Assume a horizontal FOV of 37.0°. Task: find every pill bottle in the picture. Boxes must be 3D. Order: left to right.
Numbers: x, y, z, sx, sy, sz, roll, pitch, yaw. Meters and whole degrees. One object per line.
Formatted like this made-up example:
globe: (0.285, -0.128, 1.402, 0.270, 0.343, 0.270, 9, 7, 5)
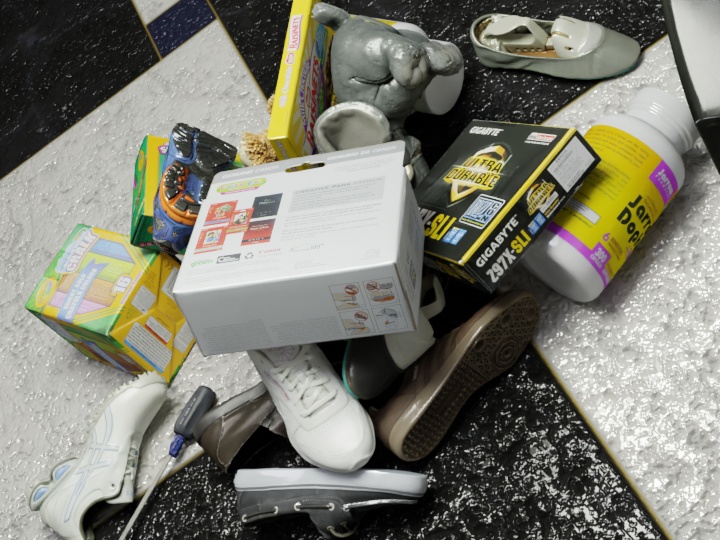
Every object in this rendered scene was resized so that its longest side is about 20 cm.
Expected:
pill bottle: (0.017, -0.240, 1.265, 0.199, 0.111, 0.112, 17, 68, 35)
pill bottle: (0.236, -0.076, 1.022, 0.104, 0.104, 0.200, 31, 78, 42)

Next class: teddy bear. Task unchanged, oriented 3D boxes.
teddy bear: (-0.060, -0.132, 1.195, 0.067, 0.200, 0.146, -29, 80, 36)

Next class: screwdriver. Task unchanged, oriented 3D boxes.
screwdriver: (-0.207, 0.213, 1.142, 0.029, 0.028, 0.201, 21, 70, 9)

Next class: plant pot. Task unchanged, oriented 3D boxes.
plant pot: (0.381, -0.190, 0.967, 0.199, 0.199, 0.178, -3, 68, 29)

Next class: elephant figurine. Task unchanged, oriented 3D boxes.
elephant figurine: (0.016, -0.153, 1.133, 0.155, 0.141, 0.201, 39, 117, 42)

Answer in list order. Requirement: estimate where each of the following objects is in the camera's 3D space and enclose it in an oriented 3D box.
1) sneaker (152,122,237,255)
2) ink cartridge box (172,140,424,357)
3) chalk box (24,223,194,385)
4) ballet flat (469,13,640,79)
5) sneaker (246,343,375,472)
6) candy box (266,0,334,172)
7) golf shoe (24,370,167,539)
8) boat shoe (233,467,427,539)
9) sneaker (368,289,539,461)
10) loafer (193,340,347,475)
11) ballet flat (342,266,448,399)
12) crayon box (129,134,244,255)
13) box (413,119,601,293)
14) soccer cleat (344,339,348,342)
sneaker: (-0.181, -0.088, 1.112, 0.079, 0.075, 0.200, -57, 12, 29)
ink cartridge box: (-0.047, -0.022, 0.971, 0.199, 0.084, 0.176, -7, 41, 14)
chalk box: (-0.293, 0.034, 1.255, 0.199, 0.124, 0.124, 12, 65, 38)
ballet flat: (0.209, -0.253, 1.193, 0.199, 0.064, 0.068, 12, 65, 36)
sneaker: (-0.061, 0.103, 0.995, 0.075, 0.100, 0.200, -37, 58, -4)
candy box: (-0.057, -0.190, 1.134, 0.026, 0.102, 0.201, -3, 60, 19)
golf shoe: (-0.262, 0.206, 1.163, 0.097, 0.078, 0.200, 37, 87, 25)
boat shoe: (-0.031, 0.218, 1.007, 0.199, 0.070, 0.067, -4, 79, 22)
sneaker: (0.083, 0.085, 1.026, 0.200, 0.070, 0.075, -47, 42, -8)
loafer: (-0.071, 0.141, 1.087, 0.200, 0.073, 0.072, -35, 59, 7)
ballet flat: (0.041, 0.047, 1.034, 0.068, 0.068, 0.200, -18, 24, 28)
crayon box: (-0.151, -0.072, 1.203, 0.058, 0.199, 0.119, 122, 151, -45)
box: (0.116, -0.068, 1.028, 0.160, 0.049, 0.200, -51, 22, -5)
soccer cleat: (0.000, 0.000, 1.110, 0.081, 0.068, 0.200, 2, 35, -6)
